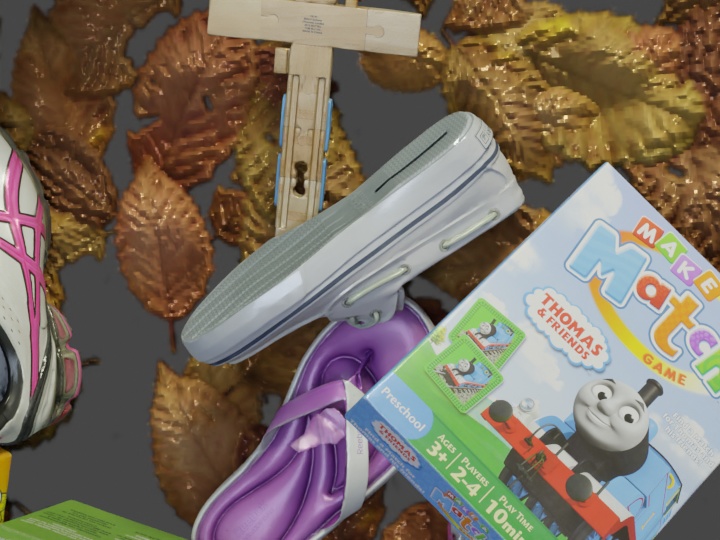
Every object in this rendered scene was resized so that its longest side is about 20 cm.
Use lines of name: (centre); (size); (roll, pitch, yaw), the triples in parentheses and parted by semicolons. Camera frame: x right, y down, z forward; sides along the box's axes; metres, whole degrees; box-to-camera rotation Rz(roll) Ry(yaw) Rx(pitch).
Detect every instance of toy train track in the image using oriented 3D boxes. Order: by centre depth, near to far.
toy train track: (-0.027, -0.095, 1.081); (0.115, 0.033, 0.200); (7, 106, 6)

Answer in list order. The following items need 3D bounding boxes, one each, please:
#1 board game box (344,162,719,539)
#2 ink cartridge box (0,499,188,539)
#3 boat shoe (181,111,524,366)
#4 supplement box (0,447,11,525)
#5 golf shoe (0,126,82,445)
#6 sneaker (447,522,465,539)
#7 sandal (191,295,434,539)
board game box: (0.113, 0.060, 1.000); (0.151, 0.037, 0.200); (45, 61, 4)
ink cartridge box: (-0.140, 0.250, 1.117); (0.148, 0.076, 0.200); (15, 102, 27)
boat shoe: (0.000, 0.000, 1.053); (0.200, 0.074, 0.067); (-35, 110, 7)
supplement box: (-0.282, 0.187, 1.122); (0.109, 0.109, 0.200); (19, 105, 44)
golf shoe: (-0.214, -0.001, 1.108); (0.073, 0.092, 0.200); (-17, 93, 17)
sneaker: (0.092, 0.113, 1.060); (0.087, 0.074, 0.200); (-1, 103, 14)
sandal: (-0.023, 0.104, 1.097); (0.082, 0.050, 0.203); (36, 104, 6)
